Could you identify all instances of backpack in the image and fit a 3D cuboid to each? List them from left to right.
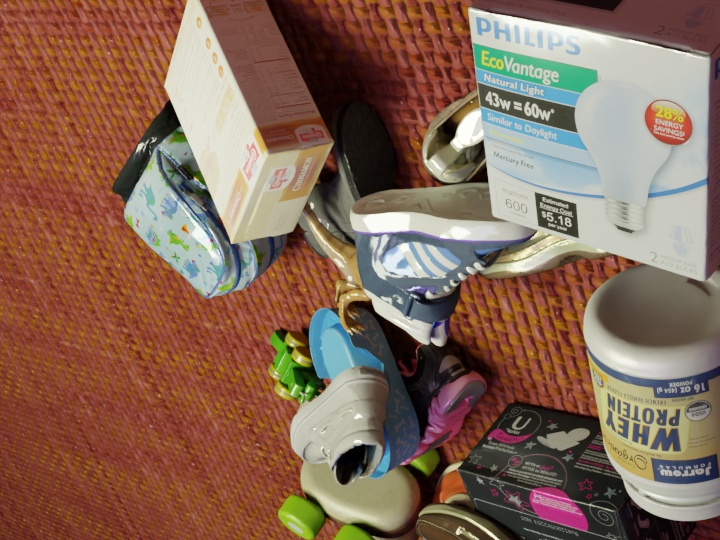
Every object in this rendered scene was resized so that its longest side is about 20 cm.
[{"bbox_3d":[-0.176,-0.068,1.442,0.200,0.154,0.163,36,139,-9],"label":"backpack"}]

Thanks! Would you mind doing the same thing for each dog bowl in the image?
[{"bbox_3d":[0.006,0.132,1.455,0.111,0.049,0.201,-46,62,58],"label":"dog bowl"}]

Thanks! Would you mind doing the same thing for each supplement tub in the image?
[{"bbox_3d":[0.279,0.107,1.131,0.144,0.144,0.201,13,134,37],"label":"supplement tub"}]

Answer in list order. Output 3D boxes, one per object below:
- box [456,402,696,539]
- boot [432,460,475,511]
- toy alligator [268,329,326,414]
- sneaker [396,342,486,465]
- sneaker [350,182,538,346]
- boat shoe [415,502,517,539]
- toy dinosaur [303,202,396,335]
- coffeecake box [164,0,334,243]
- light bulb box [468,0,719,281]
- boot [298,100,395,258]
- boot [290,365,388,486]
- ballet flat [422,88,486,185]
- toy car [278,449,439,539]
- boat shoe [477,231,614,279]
[{"bbox_3d":[0.225,0.235,1.341,0.199,0.115,0.133,8,132,44],"label":"box"},{"bbox_3d":[0.116,0.274,1.502,0.075,0.107,0.200,39,146,6],"label":"boot"},{"bbox_3d":[-0.065,0.129,1.533,0.054,0.200,0.059,21,108,-24],"label":"toy alligator"},{"bbox_3d":[0.071,0.145,1.458,0.095,0.079,0.200,51,144,18],"label":"sneaker"},{"bbox_3d":[0.087,0.002,1.189,0.199,0.081,0.147,3,120,34],"label":"sneaker"},{"bbox_3d":[0.132,0.311,1.352,0.202,0.075,0.075,19,139,36],"label":"boat shoe"},{"bbox_3d":[0.000,0.000,1.309,0.200,0.060,0.107,32,112,12],"label":"toy dinosaur"},{"bbox_3d":[-0.114,-0.154,1.258,0.201,0.073,0.154,65,151,23],"label":"coffeecake box"},{"bbox_3d":[0.203,-0.128,0.987,0.198,0.125,0.201,19,138,33],"label":"light bulb box"},{"bbox_3d":[-0.027,-0.083,1.315,0.131,0.070,0.201,11,132,37],"label":"boot"},{"bbox_3d":[-0.026,0.187,1.382,0.073,0.096,0.200,11,146,-16],"label":"boot"},{"bbox_3d":[0.094,-0.121,1.156,0.068,0.067,0.200,44,145,2],"label":"ballet flat"},{"bbox_3d":[0.014,0.303,1.604,0.157,0.164,0.200,23,152,28],"label":"toy car"},{"bbox_3d":[0.177,-0.045,1.161,0.200,0.072,0.076,-16,99,44],"label":"boat shoe"}]
